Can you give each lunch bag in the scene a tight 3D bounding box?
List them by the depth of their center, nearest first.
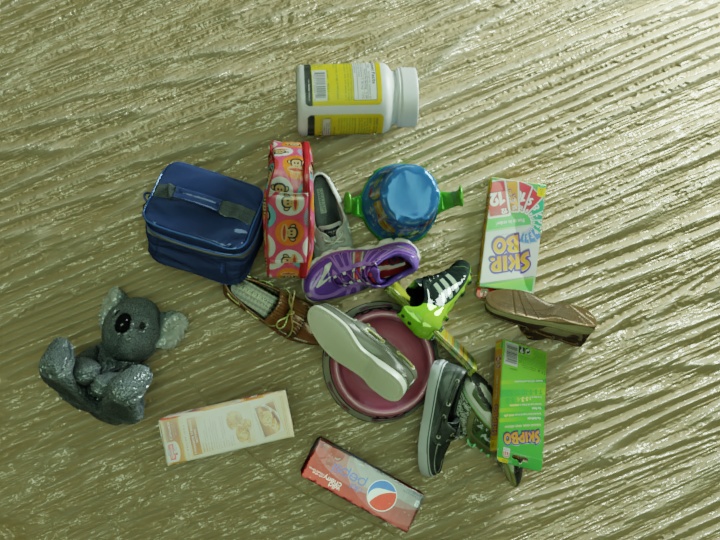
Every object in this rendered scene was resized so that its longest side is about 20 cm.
[{"bbox_3d":[-0.251,-0.083,1.672,0.197,0.133,0.137,16,57,2],"label":"lunch bag"},{"bbox_3d":[-0.116,-0.101,1.681,0.081,0.177,0.203,1,113,-6],"label":"lunch bag"}]

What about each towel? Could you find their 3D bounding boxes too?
[{"bbox_3d":[0.116,0.092,1.736,0.200,0.086,0.018,45,98,0],"label":"towel"}]

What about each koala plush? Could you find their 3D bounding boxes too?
[{"bbox_3d":[-0.381,0.128,1.681,0.175,0.184,0.202,17,65,9],"label":"koala plush"}]

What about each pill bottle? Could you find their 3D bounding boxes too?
[{"bbox_3d":[-0.007,-0.281,1.734,0.197,0.114,0.116,-2,87,-4],"label":"pill bottle"}]

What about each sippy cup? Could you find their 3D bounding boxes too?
[{"bbox_3d":[0.071,-0.115,1.718,0.177,0.130,0.140,-40,91,-7],"label":"sippy cup"}]

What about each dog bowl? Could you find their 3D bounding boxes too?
[{"bbox_3d":[0.036,0.151,1.732,0.197,0.074,0.204,0,87,-3],"label":"dog bowl"}]

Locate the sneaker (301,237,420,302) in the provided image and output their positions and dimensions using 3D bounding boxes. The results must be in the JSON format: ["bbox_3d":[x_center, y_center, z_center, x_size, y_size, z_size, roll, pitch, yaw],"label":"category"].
[{"bbox_3d":[0.000,0.000,1.690,0.197,0.084,0.082,-19,107,2],"label":"sneaker"}]

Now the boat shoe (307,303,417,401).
[{"bbox_3d":[0.003,0.120,1.666,0.201,0.072,0.060,41,44,11],"label":"boat shoe"}]

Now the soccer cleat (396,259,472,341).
[{"bbox_3d":[0.122,0.031,1.701,0.081,0.068,0.200,39,41,-3],"label":"soccer cleat"}]

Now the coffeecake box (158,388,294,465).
[{"bbox_3d":[-0.207,0.245,1.670,0.197,0.154,0.074,-13,87,-5],"label":"coffeecake box"}]

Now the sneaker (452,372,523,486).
[{"bbox_3d":[0.203,0.270,1.752,0.088,0.077,0.202,-27,90,26],"label":"sneaker"}]

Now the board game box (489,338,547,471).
[{"bbox_3d":[0.258,0.220,1.721,0.094,0.030,0.203,18,63,-27],"label":"board game box"}]

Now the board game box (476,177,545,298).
[{"bbox_3d":[0.252,-0.049,1.775,0.094,0.030,0.203,7,89,-4],"label":"board game box"}]

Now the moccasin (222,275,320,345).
[{"bbox_3d":[-0.133,0.060,1.719,0.200,0.078,0.074,34,87,2],"label":"moccasin"}]

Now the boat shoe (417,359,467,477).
[{"bbox_3d":[0.133,0.245,1.709,0.056,0.068,0.203,12,108,23],"label":"boat shoe"}]

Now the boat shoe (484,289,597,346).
[{"bbox_3d":[0.291,0.087,1.751,0.197,0.073,0.073,11,125,-17],"label":"boat shoe"}]

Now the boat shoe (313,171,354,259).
[{"bbox_3d":[-0.052,-0.064,1.742,0.073,0.065,0.203,-19,88,-5],"label":"boat shoe"}]

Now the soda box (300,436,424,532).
[{"bbox_3d":[0.002,0.348,1.724,0.198,0.063,0.071,29,85,-1],"label":"soda box"}]
